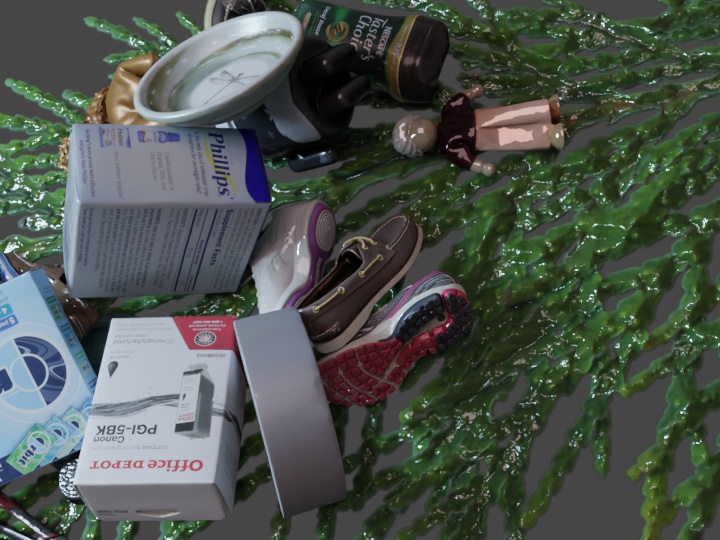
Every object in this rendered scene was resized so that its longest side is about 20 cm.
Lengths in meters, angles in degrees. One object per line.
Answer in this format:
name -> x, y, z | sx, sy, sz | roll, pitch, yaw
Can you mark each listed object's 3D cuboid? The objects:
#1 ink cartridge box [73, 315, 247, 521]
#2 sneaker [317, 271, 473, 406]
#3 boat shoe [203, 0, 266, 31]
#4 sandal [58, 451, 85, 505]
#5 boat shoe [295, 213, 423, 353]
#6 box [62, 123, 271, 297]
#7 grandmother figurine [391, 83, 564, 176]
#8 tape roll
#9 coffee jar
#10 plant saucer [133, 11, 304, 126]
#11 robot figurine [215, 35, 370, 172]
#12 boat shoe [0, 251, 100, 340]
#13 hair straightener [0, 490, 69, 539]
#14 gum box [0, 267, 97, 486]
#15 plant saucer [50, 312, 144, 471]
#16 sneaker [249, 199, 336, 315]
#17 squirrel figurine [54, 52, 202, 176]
ink cartridge box -> -0.202, 0.152, 0.908 | 0.146, 0.083, 0.201 | -2, 51, 3
sneaker -> 0.032, 0.078, 0.944 | 0.200, 0.081, 0.075 | -33, 28, 9
boat shoe -> -0.161, -0.362, 1.166 | 0.066, 0.072, 0.202 | -1, 63, 18
sandal -> -0.230, 0.214, 0.953 | 0.200, 0.048, 0.076 | -11, 53, 6
boat shoe -> 0.000, 0.000, 0.955 | 0.072, 0.060, 0.200 | -2, 42, 51
box -> -0.220, -0.062, 0.954 | 0.199, 0.184, 0.105 | -1, 59, -23
grandmother figurine -> 0.136, -0.170, 1.026 | 0.199, 0.061, 0.122 | -6, 58, 8
tape roll -> -0.072, 0.139, 0.861 | 0.066, 0.200, 0.201 | -14, 64, -10
coffee jar -> 0.008, -0.275, 1.083 | 0.199, 0.085, 0.105 | 13, 72, 17
plant saucer -> -0.147, -0.208, 0.935 | 0.199, 0.050, 0.200 | -16, 38, 13
robot figurine -> -0.086, -0.207, 1.034 | 0.200, 0.125, 0.151 | -13, 72, 37
boat shoe -> -0.383, 0.031, 1.058 | 0.072, 0.072, 0.200 | -29, 48, -28
hair straightener -> -0.394, 0.304, 0.967 | 0.200, 0.041, 0.077 | 26, 76, 17
gum box -> -0.389, 0.123, 0.952 | 0.169, 0.045, 0.201 | -24, 96, 1
plant saucer -> -0.312, 0.141, 1.017 | 0.199, 0.027, 0.201 | -5, 67, 12
sneaker -> -0.090, 0.015, 1.005 | 0.099, 0.075, 0.201 | 1, 67, 34
squirrel figurine -> -0.280, -0.150, 1.091 | 0.199, 0.141, 0.187 | -5, 77, 26
